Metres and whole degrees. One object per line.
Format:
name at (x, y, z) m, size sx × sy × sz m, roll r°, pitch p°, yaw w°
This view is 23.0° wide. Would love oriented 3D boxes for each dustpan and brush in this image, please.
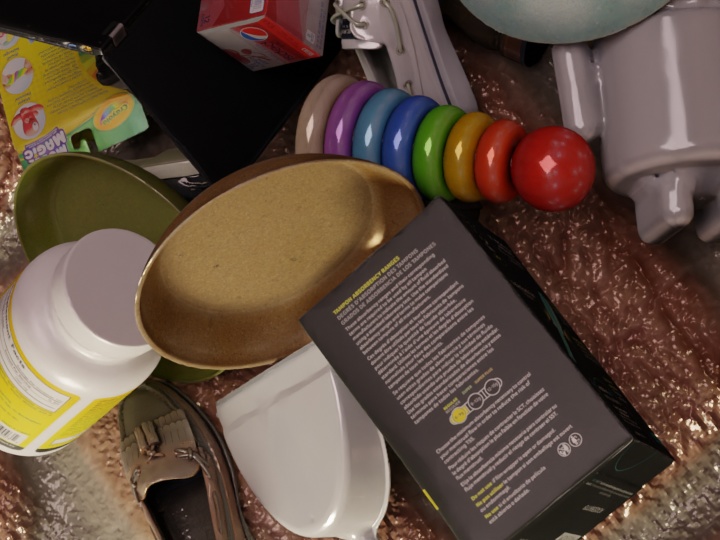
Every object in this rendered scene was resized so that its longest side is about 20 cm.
dustpan and brush at (-0.015, 0.159, 1.212) m, size 0.139 × 0.057 × 0.201 m, roll -33°, pitch 72°, yaw 45°

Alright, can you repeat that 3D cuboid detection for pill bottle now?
pill bottle at (-0.203, 0.048, 1.233) m, size 0.200 × 0.112 × 0.113 m, roll -37°, pitch 63°, yaw 51°

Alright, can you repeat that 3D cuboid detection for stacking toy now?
stacking toy at (0.060, -0.079, 1.152) m, size 0.199 × 0.085 × 0.086 m, roll 9°, pitch 83°, yaw 30°

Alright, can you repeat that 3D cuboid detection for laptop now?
laptop at (-0.145, -0.174, 1.256) m, size 0.199 × 0.116 × 0.188 m, roll 15°, pitch 50°, yaw 24°

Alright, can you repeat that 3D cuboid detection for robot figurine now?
robot figurine at (0.209, -0.120, 1.153) m, size 0.169 × 0.113 × 0.201 m, roll 0°, pitch 77°, yaw -13°

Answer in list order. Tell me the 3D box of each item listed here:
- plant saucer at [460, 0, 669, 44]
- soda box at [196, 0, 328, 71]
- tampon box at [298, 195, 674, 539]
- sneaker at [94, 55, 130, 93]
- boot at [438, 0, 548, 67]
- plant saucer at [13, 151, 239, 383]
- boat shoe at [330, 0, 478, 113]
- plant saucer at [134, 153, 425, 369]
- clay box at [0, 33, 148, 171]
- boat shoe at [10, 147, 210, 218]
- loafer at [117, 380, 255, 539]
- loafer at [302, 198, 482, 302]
plant saucer at (0.136, -0.246, 1.136) m, size 0.200 × 0.039 × 0.202 m, roll -8°, pitch 69°, yaw 21°
soda box at (-0.058, -0.245, 1.228) m, size 0.063 × 0.070 × 0.201 m, roll -8°, pitch 67°, yaw 35°
tampon box at (0.083, 0.078, 1.143) m, size 0.126 × 0.150 × 0.200 m, roll -40°, pitch 68°, yaw 9°
sneaker at (-0.143, -0.199, 1.335) m, size 0.066 × 0.090 × 0.201 m, roll -24°, pitch 46°, yaw 36°
boot at (0.114, -0.252, 1.238) m, size 0.097 × 0.075 × 0.201 m, roll 24°, pitch 91°, yaw 21°
plant saucer at (-0.161, -0.007, 1.260) m, size 0.199 × 0.201 × 0.031 m, roll 21°, pitch 47°, yaw 24°
boat shoe at (0.015, -0.172, 1.210) m, size 0.067 × 0.073 × 0.201 m, roll -33°, pitch 106°, yaw -16°
plant saucer at (-0.055, -0.012, 1.139) m, size 0.200 × 0.200 × 0.036 m, roll -35°, pitch 55°, yaw 12°
clay box at (-0.227, -0.174, 1.370) m, size 0.114 × 0.048 × 0.201 m, roll -22°, pitch 74°, yaw 16°
boat shoe at (-0.175, -0.048, 1.315) m, size 0.198 × 0.074 × 0.066 m, roll -8°, pitch 106°, yaw 28°
loafer at (-0.124, 0.163, 1.255) m, size 0.072 × 0.063 × 0.201 m, roll -32°, pitch 70°, yaw 13°
loafer at (0.000, 0.000, 1.242) m, size 0.199 × 0.073 × 0.072 m, roll -21°, pitch 84°, yaw 22°
